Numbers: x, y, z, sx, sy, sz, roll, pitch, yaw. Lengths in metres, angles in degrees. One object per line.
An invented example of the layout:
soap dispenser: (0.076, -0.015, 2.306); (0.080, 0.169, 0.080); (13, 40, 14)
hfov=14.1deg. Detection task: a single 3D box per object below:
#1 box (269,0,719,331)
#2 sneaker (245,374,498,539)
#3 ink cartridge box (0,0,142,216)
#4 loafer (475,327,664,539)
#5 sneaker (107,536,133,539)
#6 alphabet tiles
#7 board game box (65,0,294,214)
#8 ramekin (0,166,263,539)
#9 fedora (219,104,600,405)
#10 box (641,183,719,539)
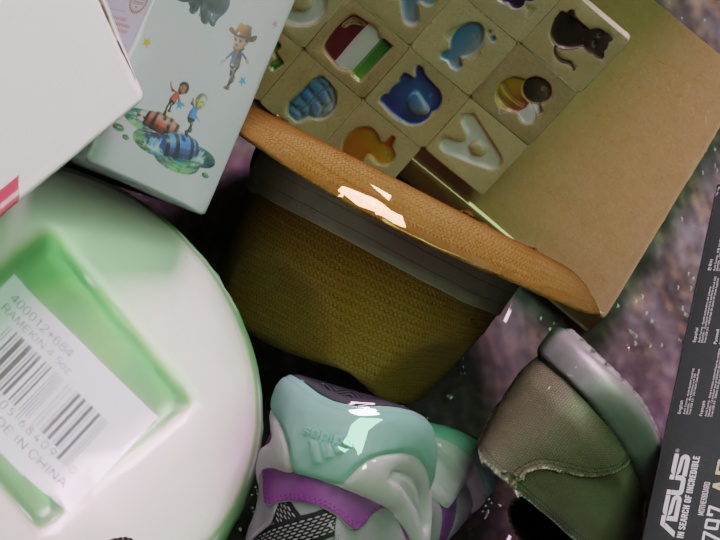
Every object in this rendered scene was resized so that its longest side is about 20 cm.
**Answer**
box: (0.064, -0.093, 1.307); (0.200, 0.021, 0.164); (39, 56, -7)
sneaker: (-0.010, 0.119, 1.117); (0.077, 0.200, 0.141); (16, 86, 19)
ink cartridge box: (-0.202, -0.064, 1.043); (0.146, 0.199, 0.085); (-43, 123, -35)
loafer: (0.092, 0.101, 1.166); (0.070, 0.200, 0.075); (-38, 46, -8)
sneaker: (-0.064, 0.162, 1.035); (0.075, 0.201, 0.078); (-34, 56, -31)
alphabet tiles: (0.006, -0.127, 1.215); (0.200, 0.166, 0.006); (39, 28, -7)
board game box: (-0.079, -0.135, 1.125); (0.064, 0.147, 0.201); (23, 88, -36)
ramekin: (-0.133, 0.057, 1.090); (0.199, 0.098, 0.201); (11, 64, -23)
fedora: (0.000, 0.000, 1.160); (0.200, 0.201, 0.082); (26, 92, -15)
box: (0.169, 0.088, 1.161); (0.160, 0.043, 0.201); (37, 62, -56)
